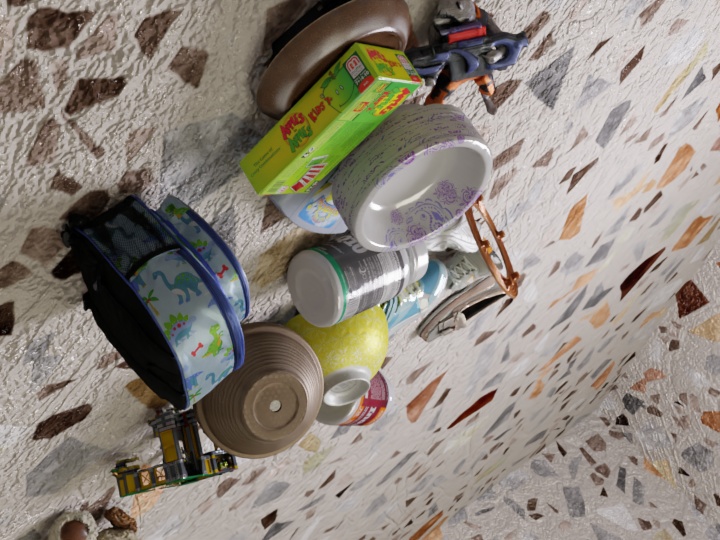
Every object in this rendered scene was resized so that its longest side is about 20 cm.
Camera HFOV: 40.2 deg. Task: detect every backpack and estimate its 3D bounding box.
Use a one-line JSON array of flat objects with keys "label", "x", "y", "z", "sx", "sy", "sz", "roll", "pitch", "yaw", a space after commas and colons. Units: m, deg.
[{"label": "backpack", "x": -0.202, "y": 0.031, "z": 1.063, "sx": 0.146, "sy": 0.200, "sz": 0.184, "roll": -32, "pitch": 153, "yaw": -23}]

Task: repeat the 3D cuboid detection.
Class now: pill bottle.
[{"label": "pill bottle", "x": 0.000, "y": 0.000, "z": 1.440, "sx": 0.199, "sy": 0.113, "sz": 0.114, "roll": -22, "pitch": 149, "yaw": -41}, {"label": "pill bottle", "x": -0.013, "y": 0.225, "z": 1.786, "sx": 0.113, "sy": 0.113, "sz": 0.200, "roll": -48, "pitch": 156, "yaw": 11}]

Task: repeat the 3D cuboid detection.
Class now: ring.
[{"label": "ring", "x": 0.215, "y": -0.049, "z": 1.603, "sx": 0.019, "sy": 0.202, "sz": 0.200, "roll": -26, "pitch": 161, "yaw": 18}]

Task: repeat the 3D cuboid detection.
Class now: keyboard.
[{"label": "keyboard", "x": -0.010, "y": -0.279, "z": 1.059, "sx": 0.200, "sy": 0.040, "sz": 0.104, "roll": -43, "pitch": 157, "yaw": -4}]

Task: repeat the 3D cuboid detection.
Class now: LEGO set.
[{"label": "LEGO set", "x": -0.278, "y": 0.261, "z": 1.478, "sx": 0.153, "sy": 0.117, "sz": 0.199, "roll": -23, "pitch": 165, "yaw": 33}]

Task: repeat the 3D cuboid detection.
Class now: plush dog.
[{"label": "plush dog", "x": -0.410, "y": 0.464, "z": 1.522, "sx": 0.171, "sy": 0.202, "sz": 0.160, "roll": -3, "pitch": 168, "yaw": -43}]

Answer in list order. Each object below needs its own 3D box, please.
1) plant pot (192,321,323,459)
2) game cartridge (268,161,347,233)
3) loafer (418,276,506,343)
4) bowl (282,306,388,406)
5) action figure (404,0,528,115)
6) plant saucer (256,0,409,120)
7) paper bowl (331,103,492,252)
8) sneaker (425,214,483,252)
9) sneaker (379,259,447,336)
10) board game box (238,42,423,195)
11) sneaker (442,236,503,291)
[{"label": "plant pot", "x": -0.135, "y": 0.182, "z": 1.414, "sx": 0.199, "sy": 0.093, "sz": 0.203, "roll": -5, "pitch": 102, "yaw": -24}, {"label": "game cartridge", "x": -0.039, "y": -0.112, "z": 1.295, "sx": 0.133, "sy": 0.041, "sz": 0.200, "roll": -46, "pitch": 156, "yaw": 13}, {"label": "loafer", "x": 0.205, "y": 0.080, "z": 1.956, "sx": 0.200, "sy": 0.063, "sz": 0.072, "roll": -40, "pitch": 157, "yaw": -9}, {"label": "bowl", "x": -0.037, "y": 0.147, "z": 1.552, "sx": 0.198, "sy": 0.108, "sz": 0.201, "roll": -15, "pitch": 146, "yaw": -10}, {"label": "action figure", "x": 0.100, "y": -0.264, "z": 1.238, "sx": 0.198, "sy": 0.105, "sz": 0.194, "roll": -7, "pitch": 141, "yaw": -7}, {"label": "plant saucer", "x": -0.023, "y": -0.223, "z": 1.084, "sx": 0.199, "sy": 0.032, "sz": 0.200, "roll": -31, "pitch": 166, "yaw": -9}, {"label": "paper bowl", "x": 0.056, "y": -0.125, "z": 1.227, "sx": 0.199, "sy": 0.105, "sz": 0.201, "roll": -24, "pitch": 152, "yaw": -14}, {"label": "sneaker", "x": 0.144, "y": -0.083, "z": 1.568, "sx": 0.199, "sy": 0.077, "sz": 0.100, "roll": -5, "pitch": 110, "yaw": -56}, {"label": "sneaker", "x": 0.063, "y": 0.041, "z": 1.650, "sx": 0.200, "sy": 0.080, "sz": 0.131, "roll": -42, "pitch": 158, "yaw": -6}, {"label": "board game box", "x": -0.034, "y": -0.164, "z": 1.094, "sx": 0.200, "sy": 0.048, "sz": 0.101, "roll": -40, "pitch": 165, "yaw": 28}, {"label": "sneaker", "x": 0.180, "y": 0.000, "z": 1.716, "sx": 0.092, "sy": 0.076, "sz": 0.200, "roll": -34, "pitch": 175, "yaw": -14}]
